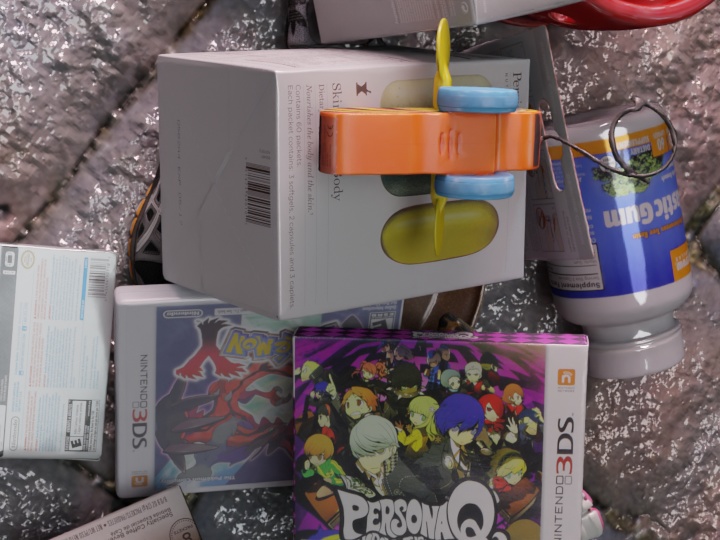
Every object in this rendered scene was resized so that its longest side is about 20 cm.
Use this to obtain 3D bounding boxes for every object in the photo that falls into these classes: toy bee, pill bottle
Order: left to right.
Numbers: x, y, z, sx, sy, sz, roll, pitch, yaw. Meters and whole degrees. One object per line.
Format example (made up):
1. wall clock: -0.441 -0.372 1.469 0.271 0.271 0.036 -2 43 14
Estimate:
1. toy bee: 0.067 -0.071 0.855 0.199 0.109 0.132 21 95 -13
2. pill bottle: 0.199 -0.023 1.117 0.111 0.112 0.201 -16 101 -19

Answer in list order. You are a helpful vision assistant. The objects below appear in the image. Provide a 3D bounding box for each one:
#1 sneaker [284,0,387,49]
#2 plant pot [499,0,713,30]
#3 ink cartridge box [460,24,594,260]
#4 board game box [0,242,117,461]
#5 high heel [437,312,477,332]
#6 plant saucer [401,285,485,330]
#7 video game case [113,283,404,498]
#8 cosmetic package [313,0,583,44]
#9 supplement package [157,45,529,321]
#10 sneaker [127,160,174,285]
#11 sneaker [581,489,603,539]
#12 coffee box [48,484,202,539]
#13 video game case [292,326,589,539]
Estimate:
1. sneaker: -0.047 -0.222 1.020 0.199 0.075 0.115 19 86 -24
2. plant pot: 0.159 -0.271 1.034 0.199 0.182 0.202 -2 95 -23
3. ink cartridge box: 0.125 -0.090 1.026 0.047 0.200 0.161 -14 95 -16
4. board game box: -0.274 0.052 0.970 0.199 0.064 0.149 4 93 -23
5. high heel: 0.070 0.142 1.078 0.142 0.071 0.201 -38 117 -16
6. plant saucer: 0.000 0.000 1.084 0.199 0.037 0.202 -2 96 -20
7. video game case: -0.075 0.085 1.012 0.198 0.023 0.183 -3 127 -13
8. cosmetic package: 0.054 -0.201 0.927 0.106 0.200 0.091 -19 106 -29
9. supplement package: -0.011 -0.067 0.942 0.199 0.150 0.153 -9 105 -35
10. sneaker: -0.115 -0.047 1.013 0.078 0.077 0.202 7 94 -23
11. sneaker: 0.086 0.144 1.016 0.087 0.074 0.200 -45 105 -9
12. coffee box: -0.198 0.244 0.992 0.199 0.080 0.114 -21 77 -17
13. video game case: 0.053 0.131 0.964 0.198 0.036 0.183 2 100 6
